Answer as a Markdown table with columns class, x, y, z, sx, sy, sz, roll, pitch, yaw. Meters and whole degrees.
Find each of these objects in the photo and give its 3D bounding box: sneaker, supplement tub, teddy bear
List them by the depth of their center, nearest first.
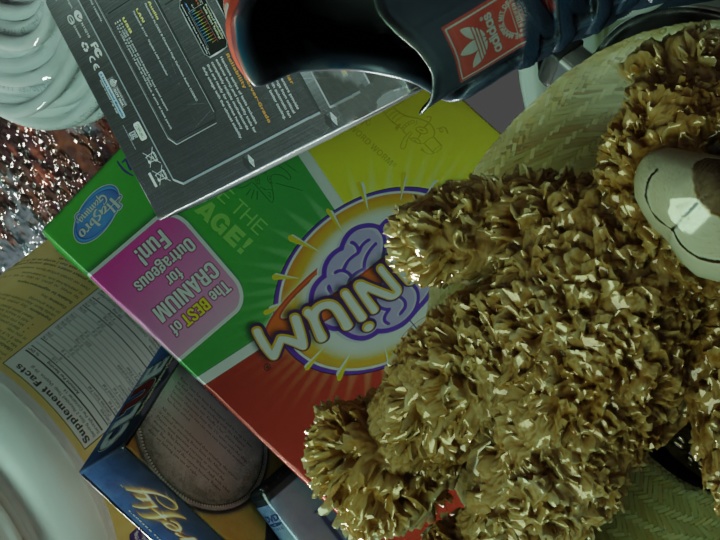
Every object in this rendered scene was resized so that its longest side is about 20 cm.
| class | x | y | z | sx | sy | sz | roll | pitch | yaw |
| --- | --- | --- | --- | --- | --- | --- | --- | --- | --- |
| teddy bear | 0.063 | 0.024 | 0.683 | 0.200 | 0.067 | 0.145 | -32 | 66 | 24 |
| sneaker | 0.051 | -0.086 | 0.685 | 0.199 | 0.085 | 0.075 | -7 | 128 | 23 |
| supplement tub | -0.135 | 0.070 | 1.080 | 0.145 | 0.200 | 0.146 | 28 | 139 | 27 |

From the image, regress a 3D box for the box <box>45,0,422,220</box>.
| class | x | y | z | sx | sy | sz | roll | pitch | yaw |
| --- | --- | --- | --- | --- | --- | --- | --- | --- | --- |
| box | -0.060 | -0.133 | 0.825 | 0.158 | 0.048 | 0.201 | -24 | 96 | 49 |

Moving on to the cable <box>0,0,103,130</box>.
| class | x | y | z | sx | sy | sz | roll | pitch | yaw |
| --- | --- | --- | --- | --- | --- | --- | --- | --- | --- |
| cable | -0.154 | -0.158 | 1.008 | 0.200 | 0.069 | 0.200 | 35 | 142 | 21 |

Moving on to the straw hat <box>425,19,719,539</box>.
| class | x | y | z | sx | sy | sz | roll | pitch | yaw |
| --- | --- | --- | --- | --- | --- | --- | --- | --- | --- |
| straw hat | 0.123 | 0.028 | 0.735 | 0.200 | 0.085 | 0.202 | -8 | 75 | 33 |

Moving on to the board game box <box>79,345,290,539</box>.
| class | x | y | z | sx | sy | sz | roll | pitch | yaw |
| --- | --- | --- | --- | --- | --- | --- | --- | --- | --- |
| board game box | -0.010 | 0.100 | 0.989 | 0.200 | 0.136 | 0.035 | 46 | 134 | -15 |

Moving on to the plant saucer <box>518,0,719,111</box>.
| class | x | y | z | sx | sy | sz | roll | pitch | yaw |
| --- | --- | --- | --- | --- | --- | --- | --- | --- | --- |
| plant saucer | 0.147 | -0.055 | 0.798 | 0.200 | 0.050 | 0.201 | 28 | 139 | 28 |

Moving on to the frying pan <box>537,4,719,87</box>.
| class | x | y | z | sx | sy | sz | roll | pitch | yaw |
| --- | --- | --- | --- | --- | --- | --- | --- | --- | --- |
| frying pan | 0.095 | -0.063 | 0.781 | 0.190 | 0.031 | 0.115 | 48 | 144 | -4 |

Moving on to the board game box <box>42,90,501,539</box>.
| class | x | y | z | sx | sy | sz | roll | pitch | yaw |
| --- | --- | --- | --- | --- | --- | --- | --- | --- | --- |
| board game box | 0.000 | 0.000 | 0.918 | 0.200 | 0.153 | 0.040 | 42 | 175 | 9 |

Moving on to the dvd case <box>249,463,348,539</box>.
| class | x | y | z | sx | sy | sz | roll | pitch | yaw |
| --- | --- | --- | --- | --- | --- | --- | --- | --- | --- |
| dvd case | 0.064 | 0.128 | 0.971 | 0.200 | 0.143 | 0.018 | 54 | 153 | -6 |
